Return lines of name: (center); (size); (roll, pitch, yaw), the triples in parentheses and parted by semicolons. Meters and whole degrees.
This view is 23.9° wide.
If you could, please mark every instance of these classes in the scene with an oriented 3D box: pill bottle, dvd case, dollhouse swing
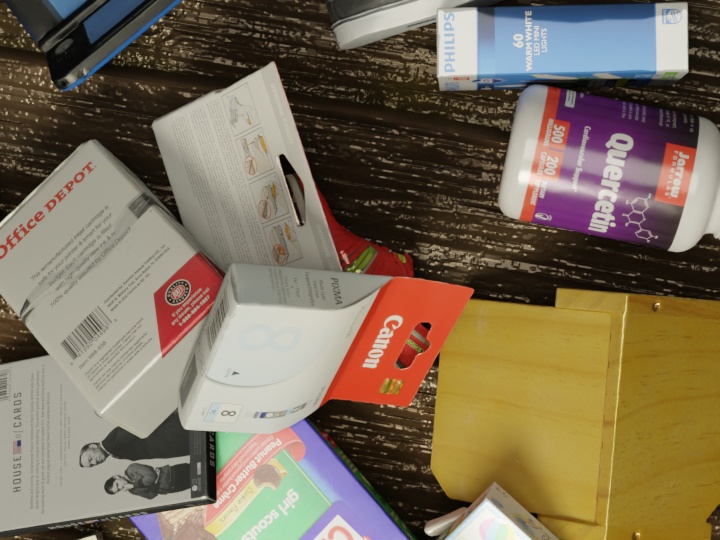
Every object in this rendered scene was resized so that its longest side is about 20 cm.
pill bottle: (0.218, -0.080, 1.386); (0.200, 0.112, 0.113); (12, 90, 4)
dvd case: (-0.215, 0.134, 1.410); (0.200, 0.025, 0.151); (-11, 66, 18)
dollhouse swing: (0.186, 0.116, 1.426); (0.181, 0.176, 0.200); (5, 89, -38)

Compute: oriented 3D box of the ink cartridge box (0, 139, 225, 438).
ink cartridge box: (-0.199, 0.013, 1.390); (0.144, 0.084, 0.200); (-44, 63, 0)

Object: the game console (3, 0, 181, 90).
game console: (-0.214, -0.269, 1.418); (0.200, 0.171, 0.118); (-39, 114, 3)

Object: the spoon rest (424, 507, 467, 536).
spoon rest: (0.109, 0.287, 1.425); (0.099, 0.061, 0.200); (-21, 101, 5)

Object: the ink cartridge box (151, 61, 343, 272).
ink cartridge box: (-0.079, -0.054, 1.388); (0.176, 0.045, 0.200); (-19, 88, 46)

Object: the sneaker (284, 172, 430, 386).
sneaker: (0.000, 0.000, 1.431); (0.085, 0.077, 0.200); (-31, 90, -17)

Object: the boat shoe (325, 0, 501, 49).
boat shoe: (0.067, -0.246, 1.422); (0.200, 0.072, 0.068); (-17, 90, 11)

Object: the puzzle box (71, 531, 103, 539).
puzzle box: (-0.258, 0.338, 1.457); (0.133, 0.025, 0.200); (-17, 89, 3)

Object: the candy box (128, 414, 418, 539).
candy box: (-0.074, 0.212, 1.420); (0.169, 0.077, 0.200); (-42, 87, 3)

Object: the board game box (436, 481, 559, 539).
board game box: (0.136, 0.284, 1.359); (0.200, 0.034, 0.134); (42, 114, 1)

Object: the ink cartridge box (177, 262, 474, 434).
ink cartridge box: (-0.027, 0.068, 1.320); (0.200, 0.160, 0.047); (6, 48, -19)

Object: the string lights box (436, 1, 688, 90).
string lights box: (0.163, -0.183, 1.395); (0.200, 0.103, 0.059); (-1, 90, 4)
